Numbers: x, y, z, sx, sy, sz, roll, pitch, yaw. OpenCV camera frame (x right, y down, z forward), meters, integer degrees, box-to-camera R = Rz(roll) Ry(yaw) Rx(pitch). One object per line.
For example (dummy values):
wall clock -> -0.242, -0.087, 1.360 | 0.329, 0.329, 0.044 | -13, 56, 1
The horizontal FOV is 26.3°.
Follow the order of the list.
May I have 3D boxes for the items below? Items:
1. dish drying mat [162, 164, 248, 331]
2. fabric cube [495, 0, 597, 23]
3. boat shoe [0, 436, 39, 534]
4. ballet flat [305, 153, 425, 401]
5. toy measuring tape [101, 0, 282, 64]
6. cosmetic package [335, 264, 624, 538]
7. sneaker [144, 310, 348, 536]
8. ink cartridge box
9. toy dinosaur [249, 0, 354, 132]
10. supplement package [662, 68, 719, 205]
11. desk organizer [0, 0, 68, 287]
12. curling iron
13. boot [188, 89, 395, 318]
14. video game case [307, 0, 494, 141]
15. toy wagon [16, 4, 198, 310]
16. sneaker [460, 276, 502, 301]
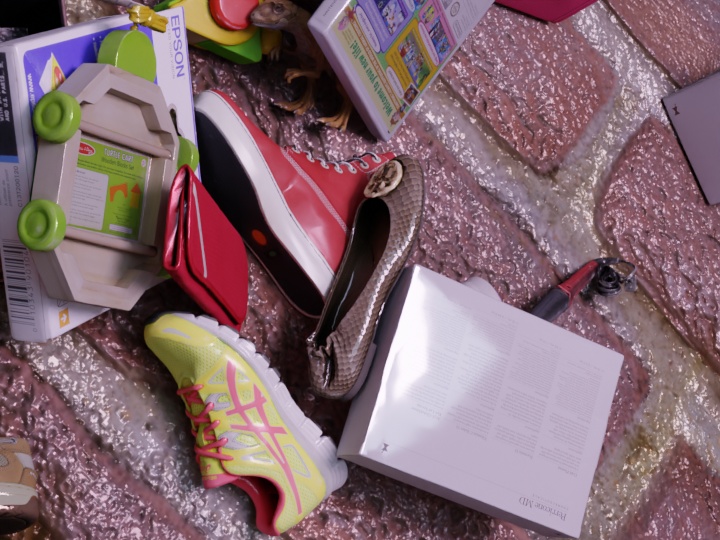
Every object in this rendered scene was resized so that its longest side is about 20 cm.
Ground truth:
dish drying mat -> -0.107, -0.010, 1.109 | 0.018, 0.200, 0.078 | 0, 75, 8
fabric cube -> 0.147, -0.357, 1.322 | 0.198, 0.200, 0.198 | 13, 72, -26
boat shoe -> -0.312, 0.131, 1.023 | 0.198, 0.072, 0.077 | 12, 58, -36
ballet flat -> 0.000, 0.000, 1.174 | 0.046, 0.067, 0.202 | 25, 76, -26
toy measuring tape -> -0.141, -0.220, 1.187 | 0.199, 0.073, 0.074 | 20, 69, -33
cosmetic package -> 0.095, 0.104, 1.188 | 0.198, 0.052, 0.152 | 24, 72, -20
sneaker -> -0.096, 0.115, 1.141 | 0.200, 0.078, 0.090 | 48, 62, -13
ink cartridge box -> -0.183, -0.075, 1.085 | 0.200, 0.043, 0.200 | -30, 120, -58
toy dinosaur -> -0.015, -0.171, 1.251 | 0.199, 0.060, 0.107 | 4, 109, -58
supplement package -> 0.412, -0.162, 1.483 | 0.199, 0.117, 0.118 | -26, 93, -32
desk organizer -> -0.242, -0.095, 1.101 | 0.071, 0.077, 0.202 | -5, 82, -31
curling iron -> 0.180, 0.023, 1.317 | 0.199, 0.049, 0.026 | -24, 118, -51
boot -> -0.045, -0.083, 1.223 | 0.144, 0.072, 0.201 | -46, 111, -30
video game case -> 0.044, -0.215, 1.214 | 0.022, 0.200, 0.183 | 34, 83, 23
toy wagon -> -0.165, -0.077, 1.032 | 0.155, 0.039, 0.202 | 16, 80, -63
sneaker -> 0.090, 0.111, 1.264 | 0.099, 0.075, 0.202 | -13, 78, -25
